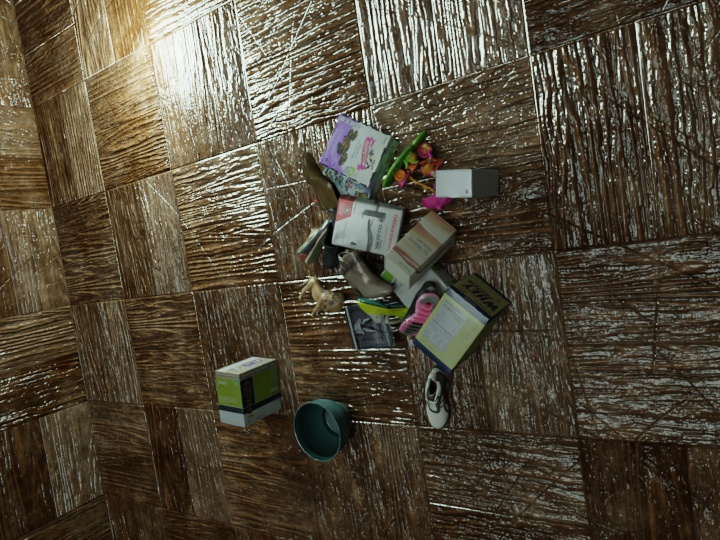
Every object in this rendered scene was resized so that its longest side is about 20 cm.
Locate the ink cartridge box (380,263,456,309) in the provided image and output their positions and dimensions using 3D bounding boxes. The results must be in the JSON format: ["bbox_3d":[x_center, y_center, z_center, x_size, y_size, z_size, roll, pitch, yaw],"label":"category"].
[{"bbox_3d":[0.177,0.033,1.648,0.200,0.075,0.148,50,122,21],"label":"ink cartridge box"}]

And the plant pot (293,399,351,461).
[{"bbox_3d":[-0.112,0.527,1.891,0.198,0.134,0.203,6,102,32],"label":"plant pot"}]

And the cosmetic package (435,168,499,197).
[{"bbox_3d":[0.285,-0.229,1.453,0.100,0.199,0.072,5,101,32],"label":"cosmetic package"}]

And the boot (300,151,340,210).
[{"bbox_3d":[-0.119,-0.285,1.723,0.075,0.074,0.202,-6,122,36],"label":"boot"}]

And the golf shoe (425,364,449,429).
[{"bbox_3d":[0.222,0.390,1.670,0.076,0.088,0.203,5,102,31],"label":"golf shoe"}]

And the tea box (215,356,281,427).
[{"bbox_3d":[-0.411,0.442,2.041,0.132,0.199,0.200,0,97,34],"label":"tea box"}]

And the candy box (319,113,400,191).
[{"bbox_3d":[-0.004,-0.360,1.685,0.199,0.071,0.169,30,100,26],"label":"candy box"}]

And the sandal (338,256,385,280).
[{"bbox_3d":[0.000,0.000,1.771,0.198,0.054,0.083,17,107,38],"label":"sandal"}]

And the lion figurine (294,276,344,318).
[{"bbox_3d":[-0.141,0.078,1.875,0.200,0.072,0.123,47,113,23],"label":"lion figurine"}]

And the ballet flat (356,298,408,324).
[{"bbox_3d":[0.072,0.127,1.664,0.067,0.198,0.068,19,100,57],"label":"ballet flat"}]

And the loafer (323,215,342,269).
[{"bbox_3d":[-0.094,-0.088,1.790,0.068,0.070,0.202,38,131,29],"label":"loafer"}]

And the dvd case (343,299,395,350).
[{"bbox_3d":[0.026,0.178,1.780,0.199,0.016,0.151,-15,89,50],"label":"dvd case"}]

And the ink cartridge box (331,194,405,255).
[{"bbox_3d":[0.026,-0.135,1.670,0.197,0.084,0.146,12,105,5],"label":"ink cartridge box"}]

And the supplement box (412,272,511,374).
[{"bbox_3d":[0.279,0.141,1.518,0.134,0.199,0.201,40,118,18],"label":"supplement box"}]

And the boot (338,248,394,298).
[{"bbox_3d":[0.007,0.006,1.676,0.199,0.070,0.148,-5,113,50],"label":"boot"}]

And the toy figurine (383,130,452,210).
[{"bbox_3d":[0.195,-0.265,1.577,0.183,0.150,0.201,39,93,8],"label":"toy figurine"}]

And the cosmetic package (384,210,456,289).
[{"bbox_3d":[0.169,-0.059,1.561,0.103,0.088,0.200,39,73,19],"label":"cosmetic package"}]

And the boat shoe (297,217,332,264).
[{"bbox_3d":[-0.146,-0.108,1.850,0.063,0.071,0.201,51,126,19],"label":"boat shoe"}]

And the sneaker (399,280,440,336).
[{"bbox_3d":[0.170,0.108,1.582,0.078,0.096,0.201,17,134,-14],"label":"sneaker"}]

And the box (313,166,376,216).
[{"bbox_3d":[-0.050,-0.239,1.777,0.199,0.040,0.138,31,115,26],"label":"box"}]
